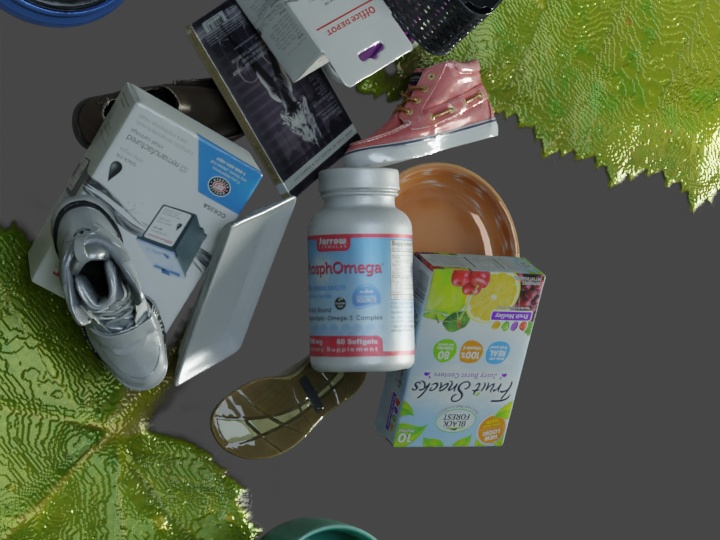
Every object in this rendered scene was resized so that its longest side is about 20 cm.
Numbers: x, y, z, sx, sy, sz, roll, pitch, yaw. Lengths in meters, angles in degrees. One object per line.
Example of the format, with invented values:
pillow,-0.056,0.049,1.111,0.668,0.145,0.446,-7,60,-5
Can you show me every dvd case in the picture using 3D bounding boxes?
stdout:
dvd case,-0.086,-0.187,1.672,0.201,0.016,0.149,59,40,-12

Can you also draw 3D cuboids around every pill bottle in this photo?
pill bottle,0.000,0.000,1.657,0.108,0.108,0.203,-1,89,-25

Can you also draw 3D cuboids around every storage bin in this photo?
storage bin,0.068,-0.344,1.708,0.200,0.094,0.135,45,54,-5

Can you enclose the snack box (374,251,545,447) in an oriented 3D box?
snack box,0.105,0.085,1.728,0.141,0.053,0.202,3,110,-27

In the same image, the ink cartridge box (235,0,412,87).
ink cartridge box,-0.051,-0.272,1.659,0.116,0.068,0.201,-34,89,-39

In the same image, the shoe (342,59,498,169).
shoe,0.057,-0.167,1.746,0.198,0.071,0.092,-17,94,-32

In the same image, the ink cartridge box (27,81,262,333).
ink cartridge box,-0.208,-0.053,1.568,0.145,0.086,0.201,28,99,-22

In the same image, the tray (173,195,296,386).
tray,-0.128,0.016,1.598,0.022,0.201,0.107,36,35,20

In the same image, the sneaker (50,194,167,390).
sneaker,-0.226,0.038,1.487,0.074,0.115,0.202,-21,114,-4

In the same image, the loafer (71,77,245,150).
loafer,-0.183,-0.151,1.629,0.198,0.071,0.074,-13,94,-25

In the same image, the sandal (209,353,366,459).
sandal,-0.076,0.134,1.686,0.199,0.054,0.081,-31,98,-38

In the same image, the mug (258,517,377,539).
mug,-0.046,0.343,1.656,0.150,0.114,0.188,-8,93,-26

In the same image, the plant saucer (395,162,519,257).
plant saucer,0.079,-0.015,1.770,0.198,0.037,0.203,1,88,-26

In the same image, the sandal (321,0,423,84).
sandal,0.041,-0.270,1.751,0.203,0.050,0.083,-47,107,-19

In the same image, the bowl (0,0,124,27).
bowl,-0.296,-0.340,1.599,0.198,0.039,0.203,1,89,-26
